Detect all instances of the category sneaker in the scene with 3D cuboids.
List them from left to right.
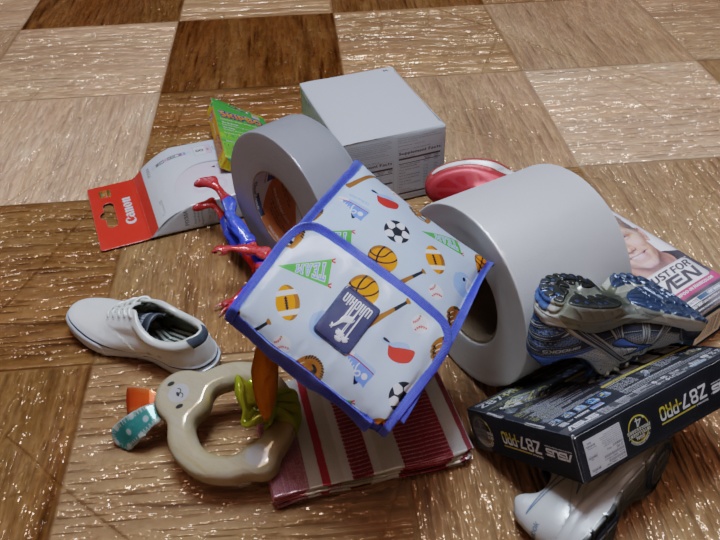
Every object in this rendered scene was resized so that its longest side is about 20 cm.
[{"bbox_3d":[-0.245,0.058,0.840,0.199,0.071,0.073,14,42,17],"label":"sneaker"},{"bbox_3d":[0.180,-0.084,0.993,0.199,0.079,0.116,5,39,9],"label":"sneaker"},{"bbox_3d":[0.218,0.179,0.684,0.200,0.075,0.087,-32,43,-32],"label":"sneaker"},{"bbox_3d":[0.232,0.053,0.697,0.199,0.086,0.077,5,28,-26],"label":"sneaker"}]

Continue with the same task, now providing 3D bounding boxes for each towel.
[{"bbox_3d":[-0.003,0.154,0.757,0.199,0.023,0.144,-10,40,-11],"label":"towel"}]

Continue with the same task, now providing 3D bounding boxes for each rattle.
[{"bbox_3d":[-0.163,0.117,0.699,0.199,0.143,0.131,15,72,18],"label":"rattle"}]

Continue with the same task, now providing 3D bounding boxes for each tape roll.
[{"bbox_3d":[-0.073,-0.081,0.900,0.066,0.201,0.200,-28,47,-29],"label":"tape roll"},{"bbox_3d":[0.162,0.003,0.792,0.139,0.203,0.203,-21,43,-22],"label":"tape roll"}]

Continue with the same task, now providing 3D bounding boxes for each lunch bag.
[{"bbox_3d":[0.002,0.024,0.653,0.170,0.124,0.200,37,47,2],"label":"lunch bag"}]

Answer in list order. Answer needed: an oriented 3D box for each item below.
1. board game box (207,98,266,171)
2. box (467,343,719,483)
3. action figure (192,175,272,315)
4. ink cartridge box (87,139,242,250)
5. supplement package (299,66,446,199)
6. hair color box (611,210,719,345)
[{"bbox_3d":[-0.178,-0.198,1.143,0.095,0.030,0.200,17,32,-29],"label":"board game box"},{"bbox_3d":[0.224,0.120,0.702,0.199,0.049,0.161,-21,9,-24],"label":"box"},{"bbox_3d":[-0.166,-0.026,0.926,0.099,0.065,0.200,-27,58,-32],"label":"action figure"},{"bbox_3d":[-0.280,-0.113,1.065,0.199,0.057,0.163,-12,41,-19],"label":"ink cartridge box"},{"bbox_3d":[0.013,-0.198,1.108,0.155,0.111,0.200,-14,41,-15],"label":"supplement package"},{"bbox_3d":[0.327,0.008,0.890,0.100,0.061,0.200,-25,45,-26],"label":"hair color box"}]
